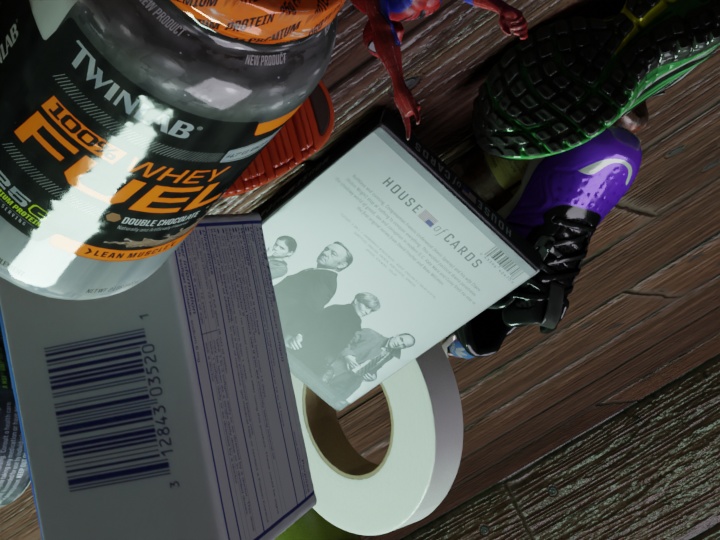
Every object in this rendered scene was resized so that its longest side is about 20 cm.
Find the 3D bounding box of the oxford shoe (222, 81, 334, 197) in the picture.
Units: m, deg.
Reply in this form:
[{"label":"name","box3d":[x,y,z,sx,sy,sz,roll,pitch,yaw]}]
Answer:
[{"label":"oxford shoe","box3d":[-0.109,-0.063,0.825,0.198,0.072,0.072,-16,-178,-23]}]

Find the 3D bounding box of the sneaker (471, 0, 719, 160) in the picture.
[{"label":"sneaker","box3d":[0.163,-0.127,1.032,0.198,0.079,0.085,-28,166,0]}]

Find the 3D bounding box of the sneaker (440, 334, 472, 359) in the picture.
[{"label":"sneaker","box3d":[0.058,0.042,1.379,0.198,0.091,0.075,-25,165,-10]}]

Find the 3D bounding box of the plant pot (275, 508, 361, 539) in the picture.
[{"label":"plant pot","box3d":[-0.090,0.211,1.481,0.199,0.194,0.201,-25,165,-7]}]

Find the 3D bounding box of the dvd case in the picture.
[{"label":"dvd case","box3d":[0.000,0.000,1.074,0.199,0.150,0.025,-37,-158,32]}]

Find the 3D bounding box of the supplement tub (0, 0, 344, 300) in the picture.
[{"label":"supplement tub","box3d":[-0.090,-0.084,0.650,0.122,0.123,0.200,-14,159,-40]}]

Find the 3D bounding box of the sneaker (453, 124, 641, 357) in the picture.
[{"label":"sneaker","box3d":[0.128,-0.010,1.090,0.069,0.100,0.200,18,134,-29]}]

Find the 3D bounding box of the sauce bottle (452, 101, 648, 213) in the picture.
[{"label":"sauce bottle","box3d":[0.111,-0.075,1.141,0.199,0.067,0.066,-34,164,29]}]

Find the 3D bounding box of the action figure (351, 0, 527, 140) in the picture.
[{"label":"action figure","box3d":[0.054,-0.142,0.767,0.065,0.100,0.200,-16,164,-30]}]

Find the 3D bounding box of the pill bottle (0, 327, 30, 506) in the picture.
[{"label":"pill bottle","box3d":[-0.274,0.072,0.839,0.198,0.107,0.106,6,147,-38]}]

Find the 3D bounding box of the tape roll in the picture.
[{"label":"tape roll","box3d":[-0.001,0.114,1.303,0.037,0.204,0.203,-13,159,-43]}]

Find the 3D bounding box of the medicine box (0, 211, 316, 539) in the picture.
[{"label":"medicine box","box3d":[-0.108,0.067,0.897,0.102,0.185,0.200,-11,180,11]}]
